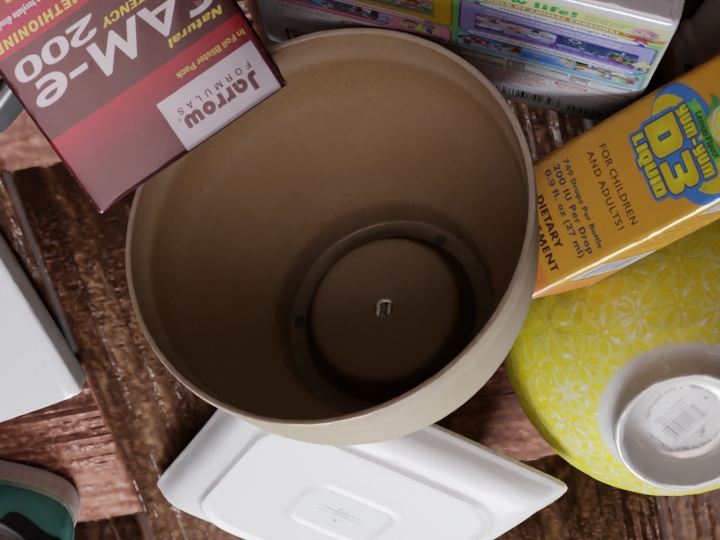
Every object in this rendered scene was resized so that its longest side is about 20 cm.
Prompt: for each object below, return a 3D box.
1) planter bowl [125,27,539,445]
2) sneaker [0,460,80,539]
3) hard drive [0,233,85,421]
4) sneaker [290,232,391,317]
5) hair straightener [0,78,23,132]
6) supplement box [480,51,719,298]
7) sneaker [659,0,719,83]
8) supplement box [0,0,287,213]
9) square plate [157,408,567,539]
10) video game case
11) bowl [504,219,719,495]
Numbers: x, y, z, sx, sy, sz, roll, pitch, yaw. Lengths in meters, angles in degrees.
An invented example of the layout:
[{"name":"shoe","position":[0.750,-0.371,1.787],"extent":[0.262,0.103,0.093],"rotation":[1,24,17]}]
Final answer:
[{"name":"planter bowl","position":[0.000,0.000,0.783],"extent":[0.198,0.202,0.135],"rotation":[-13,155,11]},{"name":"sneaker","position":[-0.281,0.158,0.988],"extent":[0.198,0.080,0.072],"rotation":[7,122,-1]},{"name":"hard drive","position":[-0.267,0.010,0.930],"extent":[0.131,0.027,0.201],"rotation":[-19,118,13]},{"name":"sneaker","position":[-0.015,0.015,0.891],"extent":[0.198,0.075,0.082],"rotation":[17,122,-7]},{"name":"hair straightener","position":[-0.136,-0.135,0.821],"extent":[0.200,0.041,0.077],"rotation":[-40,84,16]},{"name":"supplement box","position":[0.155,-0.054,0.774],"extent":[0.199,0.068,0.067],"rotation":[-31,77,41]},{"name":"sneaker","position":[0.256,-0.082,0.819],"extent":[0.199,0.076,0.088],"rotation":[31,118,-16]},{"name":"supplement box","position":[-0.132,-0.141,0.709],"extent":[0.108,0.061,0.201],"rotation":[-34,106,1]},{"name":"square plate","position":[-0.008,0.139,0.951],"extent":[0.199,0.029,0.198],"rotation":[24,143,-13]},{"name":"video game case","position":[0.043,-0.122,0.745],"extent":[0.198,0.182,0.022],"rotation":[15,83,5]},{"name":"bowl","position":[0.178,0.060,0.891],"extent":[0.198,0.108,0.202],"rotation":[2,122,3]}]
